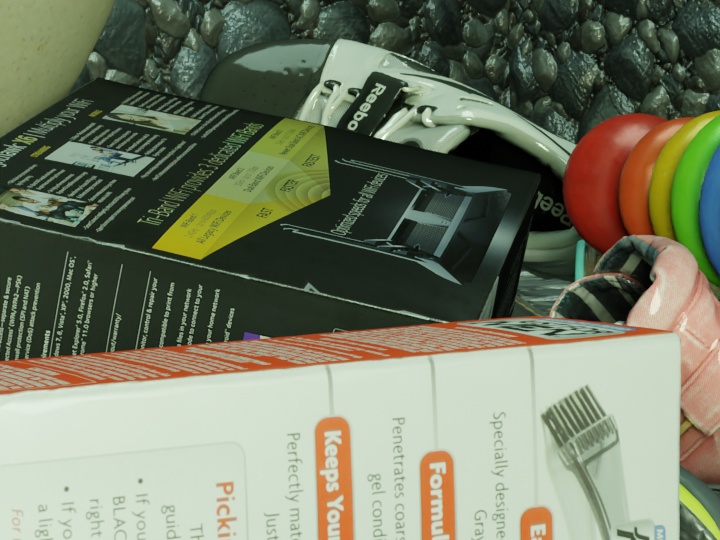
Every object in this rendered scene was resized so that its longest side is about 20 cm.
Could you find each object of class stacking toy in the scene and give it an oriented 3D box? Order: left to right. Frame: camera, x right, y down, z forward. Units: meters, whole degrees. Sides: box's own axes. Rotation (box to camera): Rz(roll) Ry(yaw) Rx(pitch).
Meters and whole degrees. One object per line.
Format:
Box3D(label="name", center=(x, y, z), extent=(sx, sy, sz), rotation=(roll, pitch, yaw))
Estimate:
Box3D(label="stacking toy", center=(0.133, -0.022, 0.838), extent=(0.085, 0.086, 0.200), rotation=(-4, 6, -23))

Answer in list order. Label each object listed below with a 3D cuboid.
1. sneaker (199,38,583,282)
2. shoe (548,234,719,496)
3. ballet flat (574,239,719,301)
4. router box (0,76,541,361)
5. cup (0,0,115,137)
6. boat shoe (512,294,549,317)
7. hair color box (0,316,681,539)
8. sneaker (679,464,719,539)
Box3D(label="sneaker", center=(0.020, -0.053, 1.027), extent=(0.199, 0.074, 0.088), rotation=(18, 0, 14))
Box3D(label="shoe", center=(0.099, 0.036, 0.840), extent=(0.091, 0.072, 0.200), rotation=(37, -10, -7))
Box3D(label="ballet flat", center=(0.117, 0.032, 1.011), extent=(0.070, 0.071, 0.200), rotation=(-2, -18, 2))
Box3D(label="router box", center=(-0.034, -0.002, 0.744), extent=(0.157, 0.052, 0.200), rotation=(13, 16, 7))
Box3D(label="cup", center=(-0.177, -0.085, 0.850), extent=(0.200, 0.144, 0.200), rotation=(9, 8, -1))
Box3D(label="boat shoe", center=(0.000, 0.000, 0.907), extent=(0.199, 0.073, 0.075), rotation=(22, 33, -4))
Box3D(label="hair color box", center=(-0.027, 0.073, 0.543), extent=(0.199, 0.111, 0.064), rotation=(-4, 5, -26))
Box3D(label="sneaker", center=(0.067, 0.074, 0.749), extent=(0.081, 0.074, 0.200), rotation=(0, 6, -24))
